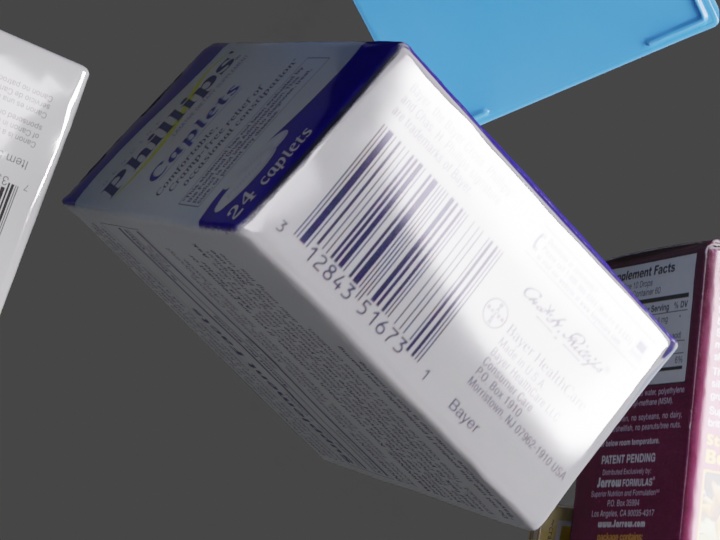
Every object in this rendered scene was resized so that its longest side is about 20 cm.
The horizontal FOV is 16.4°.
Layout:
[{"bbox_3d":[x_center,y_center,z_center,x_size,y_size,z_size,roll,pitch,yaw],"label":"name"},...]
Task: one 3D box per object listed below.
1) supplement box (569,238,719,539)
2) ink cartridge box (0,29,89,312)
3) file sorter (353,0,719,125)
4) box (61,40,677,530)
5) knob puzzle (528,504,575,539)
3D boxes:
[{"bbox_3d":[0.179,0.099,1.188,0.130,0.103,0.202,13,79,-26],"label":"supplement box"},{"bbox_3d":[-0.223,-0.014,0.970,0.145,0.144,0.201,23,85,-27],"label":"ink cartridge box"},{"bbox_3d":[0.054,-0.187,1.081,0.138,0.123,0.201,-22,111,20],"label":"file sorter"},{"bbox_3d":[0.000,0.000,1.052,0.184,0.200,0.105,46,74,-23],"label":"box"},{"bbox_3d":[0.164,0.216,1.251,0.218,0.030,0.222,-3,96,-26],"label":"knob puzzle"}]
